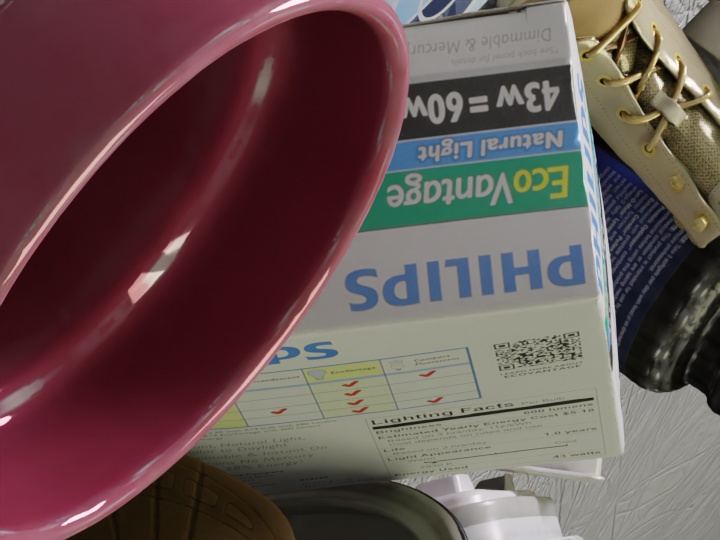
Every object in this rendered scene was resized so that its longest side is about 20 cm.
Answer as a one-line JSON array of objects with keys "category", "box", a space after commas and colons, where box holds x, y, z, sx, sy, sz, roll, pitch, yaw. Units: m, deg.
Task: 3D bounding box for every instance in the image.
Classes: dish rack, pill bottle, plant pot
[{"category": "dish rack", "box": [0.009, 0.130, 1.274, 0.171, 0.044, 0.200, -13, 173, 12]}, {"category": "pill bottle", "box": [0.148, -0.007, 1.416, 0.112, 0.200, 0.112, -45, 160, -22]}, {"category": "plant pot", "box": [-0.115, -0.046, 0.782, 0.200, 0.179, 0.200, -45, 160, -22]}]

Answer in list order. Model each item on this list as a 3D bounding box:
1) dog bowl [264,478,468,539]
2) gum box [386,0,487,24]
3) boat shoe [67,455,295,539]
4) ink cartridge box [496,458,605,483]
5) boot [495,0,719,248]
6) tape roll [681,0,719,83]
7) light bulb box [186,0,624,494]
[{"category": "dog bowl", "box": [-0.045, 0.164, 1.092, 0.200, 0.200, 0.074, -36, 122, -41]}, {"category": "gum box", "box": [0.021, -0.151, 1.116, 0.200, 0.045, 0.170, -45, 160, -21]}, {"category": "boat shoe", "box": [-0.127, 0.113, 1.060, 0.072, 0.200, 0.072, 111, -20, -58]}, {"category": "ink cartridge box", "box": [0.063, 0.065, 1.364, 0.200, 0.116, 0.068, 171, -74, -87]}, {"category": "boot", "box": [0.139, -0.089, 1.281, 0.073, 0.156, 0.200, -39, 171, 0]}, {"category": "tape roll", "box": [0.280, -0.099, 1.360, 0.139, 0.203, 0.203, -45, 161, 2]}, {"category": "light bulb box", "box": [0.000, 0.000, 1.066, 0.200, 0.198, 0.125, 71, 13, -68]}]
